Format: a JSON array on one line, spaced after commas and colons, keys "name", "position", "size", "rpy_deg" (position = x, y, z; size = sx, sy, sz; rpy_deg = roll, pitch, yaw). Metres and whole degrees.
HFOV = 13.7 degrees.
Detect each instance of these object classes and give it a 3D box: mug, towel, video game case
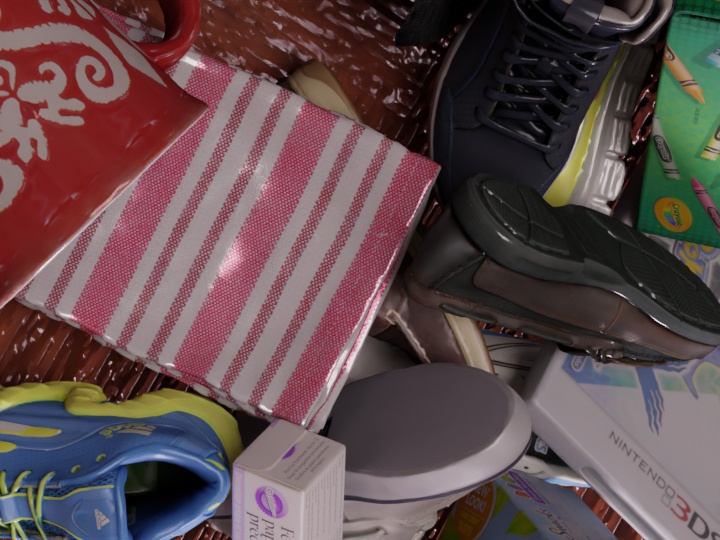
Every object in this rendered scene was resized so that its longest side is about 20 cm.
[{"name": "mug", "position": [-0.176, -0.105, 1.321], "size": [0.200, 0.178, 0.133], "rpy_deg": [46, 116, -5]}, {"name": "towel", "position": [-0.080, -0.027, 1.388], "size": [0.199, 0.030, 0.147], "rpy_deg": [25, 86, 1]}, {"name": "video game case", "position": [0.179, 0.053, 1.517], "size": [0.182, 0.022, 0.200], "rpy_deg": [44, 53, -19]}]

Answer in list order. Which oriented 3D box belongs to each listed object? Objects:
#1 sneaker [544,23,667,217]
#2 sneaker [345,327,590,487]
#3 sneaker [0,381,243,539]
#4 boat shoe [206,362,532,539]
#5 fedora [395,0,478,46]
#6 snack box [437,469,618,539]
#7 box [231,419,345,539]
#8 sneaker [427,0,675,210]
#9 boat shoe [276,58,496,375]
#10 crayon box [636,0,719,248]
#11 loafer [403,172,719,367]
[{"name": "sneaker", "position": [0.097, -0.118, 1.479], "size": [0.090, 0.078, 0.201], "rpy_deg": [12, 88, -16]}, {"name": "sneaker", "position": [0.060, 0.064, 1.488], "size": [0.199, 0.072, 0.072], "rpy_deg": [12, 94, -25]}, {"name": "sneaker", "position": [-0.149, 0.091, 1.358], "size": [0.199, 0.105, 0.076], "rpy_deg": [-7, 100, -8]}, {"name": "boat shoe", "position": [0.006, 0.099, 1.411], "size": [0.070, 0.199, 0.071], "rpy_deg": [49, 42, -32]}, {"name": "fedora", "position": [0.045, -0.206, 1.406], "size": [0.091, 0.201, 0.201], "rpy_deg": [33, 82, 6]}, {"name": "snack box", "position": [0.067, 0.217, 1.436], "size": [0.067, 0.169, 0.201], "rpy_deg": [21, 102, -27]}, {"name": "box", "position": [-0.035, 0.161, 1.402], "size": [0.041, 0.039, 0.201], "rpy_deg": [-46, 148, -44]}, {"name": "sneaker", "position": [0.085, -0.098, 1.374], "size": [0.077, 0.146, 0.203], "rpy_deg": [21, 103, -5]}, {"name": "boat shoe", "position": [0.000, 0.000, 1.435], "size": [0.072, 0.072, 0.201], "rpy_deg": [-29, 89, -4]}, {"name": "crayon box", "position": [0.177, -0.111, 1.434], "size": [0.058, 0.200, 0.119], "rpy_deg": [11, 62, 6]}, {"name": "loafer", "position": [0.097, 0.008, 1.423], "size": [0.063, 0.072, 0.200], "rpy_deg": [-44, 139, 22]}]
